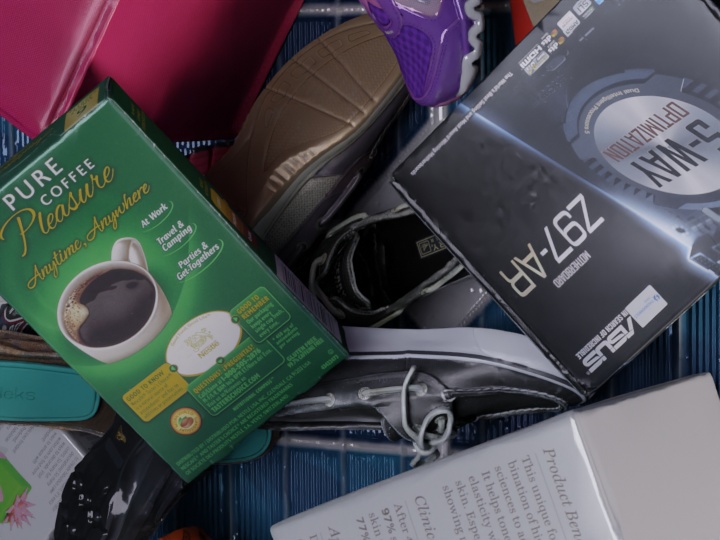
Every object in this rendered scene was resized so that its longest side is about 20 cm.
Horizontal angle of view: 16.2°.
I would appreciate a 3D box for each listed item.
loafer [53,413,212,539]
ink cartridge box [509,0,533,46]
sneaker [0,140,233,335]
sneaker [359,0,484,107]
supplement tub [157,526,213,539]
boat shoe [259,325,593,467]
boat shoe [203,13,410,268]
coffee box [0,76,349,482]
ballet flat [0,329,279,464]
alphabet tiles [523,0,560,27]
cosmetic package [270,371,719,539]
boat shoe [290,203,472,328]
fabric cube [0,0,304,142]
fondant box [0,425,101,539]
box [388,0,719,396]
[{"bbox_3d":[-0.119,0.114,1.470,0.201,0.070,0.068,-62,39,24],"label":"loafer"},{"bbox_3d":[0.151,-0.133,1.353,0.174,0.044,0.200,-7,91,30],"label":"ink cartridge box"},{"bbox_3d":[-0.144,-0.002,1.520,0.200,0.081,0.075,-31,81,29],"label":"sneaker"},{"bbox_3d":[0.003,-0.180,1.364,0.080,0.088,0.200,9,118,65],"label":"sneaker"},{"bbox_3d":[-0.069,0.254,1.473,0.200,0.123,0.123,48,116,18],"label":"supplement tub"},{"bbox_3d":[0.032,0.070,1.402,0.199,0.074,0.068,5,69,15],"label":"boat shoe"},{"bbox_3d":[-0.032,-0.060,1.445,0.072,0.065,0.200,36,86,38],"label":"boat shoe"},{"bbox_3d":[-0.113,0.006,1.360,0.123,0.044,0.200,-39,110,13],"label":"coffee box"},{"bbox_3d":[-0.146,0.068,1.524,0.200,0.067,0.068,13,107,-6],"label":"ballet flat"},{"bbox_3d":[0.120,-0.255,1.343,0.167,0.008,0.200,-38,59,33],"label":"alphabet tiles"},{"bbox_3d":[0.096,0.169,1.341,0.200,0.166,0.167,-22,83,31],"label":"cosmetic package"},{"bbox_3d":[0.000,0.000,1.442,0.200,0.064,0.071,-28,81,30],"label":"boat shoe"},{"bbox_3d":[-0.155,-0.201,1.438,0.199,0.200,0.196,36,110,22],"label":"fabric cube"},{"bbox_3d":[-0.248,0.102,1.605,0.200,0.058,0.144,47,115,20],"label":"fondant box"},{"bbox_3d":[0.136,-0.057,1.307,0.160,0.044,0.200,49,117,6],"label":"box"}]
